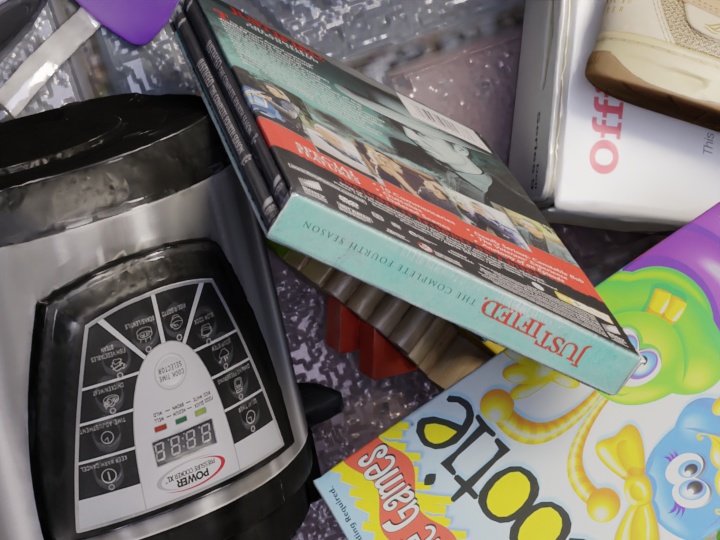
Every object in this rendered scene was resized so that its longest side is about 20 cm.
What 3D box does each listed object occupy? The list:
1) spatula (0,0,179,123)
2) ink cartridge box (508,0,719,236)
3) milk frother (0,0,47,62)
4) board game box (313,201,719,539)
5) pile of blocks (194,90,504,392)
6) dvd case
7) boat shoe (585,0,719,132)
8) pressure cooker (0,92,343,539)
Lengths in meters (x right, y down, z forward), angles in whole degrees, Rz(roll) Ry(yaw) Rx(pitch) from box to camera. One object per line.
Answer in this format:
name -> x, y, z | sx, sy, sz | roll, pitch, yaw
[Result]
spatula -> -0.136, -0.078, 0.914 | 0.056, 0.021, 0.200 | 40, 84, 1
ink cartridge box -> 0.168, -0.084, 0.926 | 0.198, 0.087, 0.147 | 6, 87, -10
milk frother -> -0.195, -0.164, 0.813 | 0.180, 0.200, 0.188 | -43, 91, -11
board game box -> 0.101, 0.074, 0.841 | 0.199, 0.103, 0.105 | -35, 68, 7
pile of blocks -> 0.000, 0.000, 0.901 | 0.199, 0.082, 0.062 | 38, 83, -6
dvd case -> 0.010, -0.034, 0.810 | 0.145, 0.200, 0.022 | 25, 109, -25
boat shoe -> 0.188, -0.073, 0.849 | 0.198, 0.071, 0.065 | 18, 86, -6
pressure cooker -> -0.106, 0.047, 0.834 | 0.174, 0.179, 0.202 | -7, 104, 17
